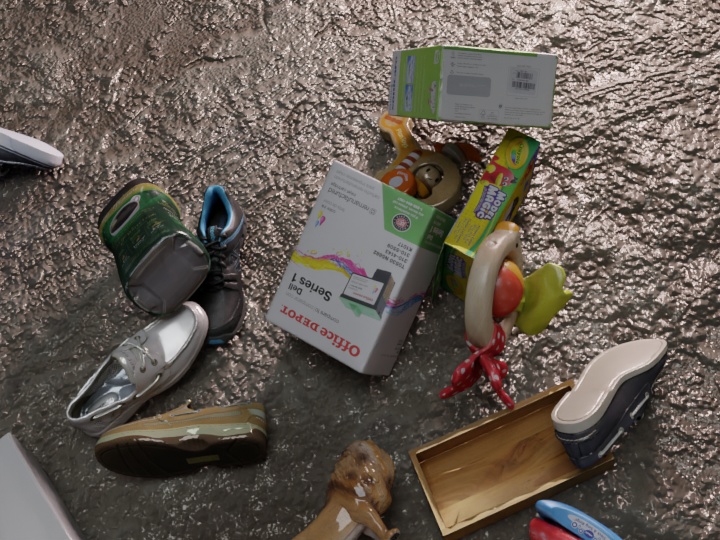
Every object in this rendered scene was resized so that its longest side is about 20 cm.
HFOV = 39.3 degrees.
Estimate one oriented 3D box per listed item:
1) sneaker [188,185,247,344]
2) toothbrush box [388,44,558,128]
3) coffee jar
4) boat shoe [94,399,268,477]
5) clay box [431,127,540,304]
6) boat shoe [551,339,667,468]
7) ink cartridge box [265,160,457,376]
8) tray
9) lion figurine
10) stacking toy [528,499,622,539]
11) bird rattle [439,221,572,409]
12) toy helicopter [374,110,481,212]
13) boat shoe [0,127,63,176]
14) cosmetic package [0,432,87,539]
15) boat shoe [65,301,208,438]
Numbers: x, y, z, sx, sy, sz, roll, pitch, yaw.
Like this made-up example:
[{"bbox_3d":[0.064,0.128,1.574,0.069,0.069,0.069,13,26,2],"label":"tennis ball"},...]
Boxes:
[{"bbox_3d":[-0.182,-0.009,1.242,0.072,0.082,0.204,-5,61,4],"label":"sneaker"},{"bbox_3d":[0.129,-0.220,1.213,0.142,0.200,0.088,2,98,-14],"label":"toothbrush box"},{"bbox_3d":[-0.256,-0.034,1.229,0.104,0.085,0.200,-45,36,2],"label":"coffee jar"},{"bbox_3d":[-0.202,0.185,1.152,0.195,0.073,0.077,-3,45,0],"label":"boat shoe"},{"bbox_3d":[0.145,-0.054,1.186,0.047,0.115,0.202,25,68,13],"label":"clay box"},{"bbox_3d":[0.270,0.137,1.073,0.072,0.064,0.199,-3,22,46],"label":"boat shoe"},{"bbox_3d":[0.000,0.000,1.157,0.143,0.084,0.203,26,94,24],"label":"ink cartridge box"},{"bbox_3d":[0.161,0.204,1.084,0.197,0.037,0.100,-23,59,-4],"label":"tray"},{"bbox_3d":[-0.028,0.278,1.057,0.200,0.073,0.122,-43,55,-10],"label":"lion figurine"},{"bbox_3d":[0.179,0.334,0.979,0.115,0.110,0.202,29,80,21],"label":"stacking toy"},{"bbox_3d":[0.141,0.041,1.106,0.111,0.165,0.200,14,42,34],"label":"bird rattle"},{"bbox_3d":[0.075,-0.146,1.281,0.130,0.079,0.202,-25,46,3],"label":"toy helicopter"},{"bbox_3d":[-0.510,-0.163,1.404,0.196,0.072,0.069,16,97,4],"label":"boat shoe"},{"bbox_3d":[-0.373,0.294,1.106,0.112,0.082,0.200,-35,59,-11],"label":"cosmetic package"},{"bbox_3d":[-0.260,0.113,1.174,0.071,0.069,0.200,41,86,22],"label":"boat shoe"}]
